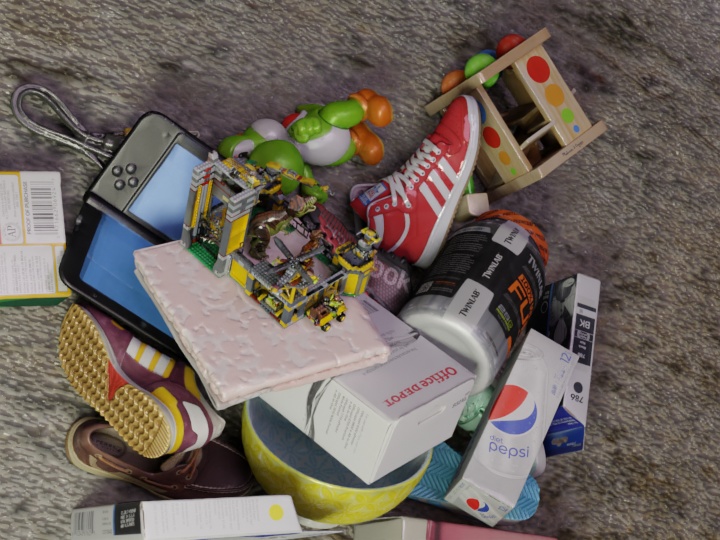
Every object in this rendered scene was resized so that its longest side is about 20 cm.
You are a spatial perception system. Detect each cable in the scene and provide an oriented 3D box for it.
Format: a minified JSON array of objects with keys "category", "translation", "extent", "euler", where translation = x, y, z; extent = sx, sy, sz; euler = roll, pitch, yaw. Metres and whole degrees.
[{"category":"cable","translation":[-0.267,-0.124,1.484],"extent":[0.198,0.050,0.098],"euler":[17,91,-12]}]

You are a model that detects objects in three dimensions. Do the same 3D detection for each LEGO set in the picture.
[{"category":"LEGO set","translation":[-0.074,-0.049,1.370],"extent":[0.153,0.116,0.200],"euler":[-22,55,-35]}]

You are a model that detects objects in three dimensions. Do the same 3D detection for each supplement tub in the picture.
[{"category":"supplement tub","translation":[0.124,0.031,1.552],"extent":[0.123,0.122,0.200],"euler":[46,48,-12]}]

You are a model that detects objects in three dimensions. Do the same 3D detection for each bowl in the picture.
[{"category":"bowl","translation":[-0.036,0.196,1.467],"extent":[0.198,0.108,0.201],"euler":[15,30,-9]}]

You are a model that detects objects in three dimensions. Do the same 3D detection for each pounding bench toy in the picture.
[{"category":"pounding bench toy","translation":[0.150,-0.167,1.667],"extent":[0.200,0.124,0.157],"euler":[-36,96,-31]}]

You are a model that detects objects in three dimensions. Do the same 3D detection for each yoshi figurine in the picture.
[{"category":"yoshi figurine","translation":[-0.054,-0.126,1.555],"extent":[0.199,0.112,0.113],"euler":[-18,93,-28]}]

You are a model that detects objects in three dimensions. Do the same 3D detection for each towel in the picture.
[{"category":"towel","translation":[-0.096,0.035,1.386],"extent":[0.190,0.032,0.200],"euler":[-15,52,-30]}]

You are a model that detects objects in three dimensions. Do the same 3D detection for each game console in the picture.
[{"category":"game console","translation":[-0.175,-0.027,1.439],"extent":[0.199,0.116,0.176],"euler":[35,98,-24]}]

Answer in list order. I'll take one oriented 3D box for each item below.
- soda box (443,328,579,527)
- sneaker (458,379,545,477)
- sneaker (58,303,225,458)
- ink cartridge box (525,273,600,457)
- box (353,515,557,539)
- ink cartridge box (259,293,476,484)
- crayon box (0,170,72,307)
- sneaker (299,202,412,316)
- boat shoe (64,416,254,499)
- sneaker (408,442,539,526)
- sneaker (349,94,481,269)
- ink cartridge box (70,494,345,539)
[{"category":"soda box","translation":[0.161,0.165,1.528],"extent":[0.063,0.068,0.201],"euler":[29,59,0]},{"category":"sneaker","translation":[0.112,0.166,1.590],"extent":[0.118,0.074,0.201],"euler":[-34,85,-38]},{"category":"sneaker","translation":[-0.214,0.104,1.397],"extent":[0.090,0.075,0.200],"euler":[-3,41,-48]},{"category":"ink cartridge box","translation":[0.224,0.111,1.654],"extent":[0.039,0.099,0.202],"euler":[17,69,-24]},{"category":"box","translation":[0.098,0.336,1.520],"extent":[0.198,0.109,0.129],"euler":[12,72,-27]},{"category":"ink cartridge box","translation":[-0.009,0.103,1.441],"extent":[0.199,0.084,0.145],"euler":[36,34,26]},{"category":"crayon box","translation":[-0.383,-0.029,1.375],"extent":[0.198,0.051,0.127],"euler":[-1,78,-30]},{"category":"sneaker","translation":[0.000,0.000,1.573],"extent":[0.098,0.071,0.201],"euler":[-41,101,-30]},{"category":"boat shoe","translation":[-0.187,0.184,1.420],"extent":[0.199,0.072,0.073],"euler":[20,69,-24]},{"category":"sneaker","translation":[0.091,0.229,1.567],"extent":[0.199,0.081,0.077],"euler":[23,68,-1]},{"category":"sneaker","translation":[0.056,-0.106,1.594],"extent":[0.112,0.071,0.202],"euler":[13,104,-22]},{"category":"ink cartridge box","translation":[-0.147,0.235,1.357],"extent":[0.198,0.197,0.047],"euler":[1,78,-30]}]
